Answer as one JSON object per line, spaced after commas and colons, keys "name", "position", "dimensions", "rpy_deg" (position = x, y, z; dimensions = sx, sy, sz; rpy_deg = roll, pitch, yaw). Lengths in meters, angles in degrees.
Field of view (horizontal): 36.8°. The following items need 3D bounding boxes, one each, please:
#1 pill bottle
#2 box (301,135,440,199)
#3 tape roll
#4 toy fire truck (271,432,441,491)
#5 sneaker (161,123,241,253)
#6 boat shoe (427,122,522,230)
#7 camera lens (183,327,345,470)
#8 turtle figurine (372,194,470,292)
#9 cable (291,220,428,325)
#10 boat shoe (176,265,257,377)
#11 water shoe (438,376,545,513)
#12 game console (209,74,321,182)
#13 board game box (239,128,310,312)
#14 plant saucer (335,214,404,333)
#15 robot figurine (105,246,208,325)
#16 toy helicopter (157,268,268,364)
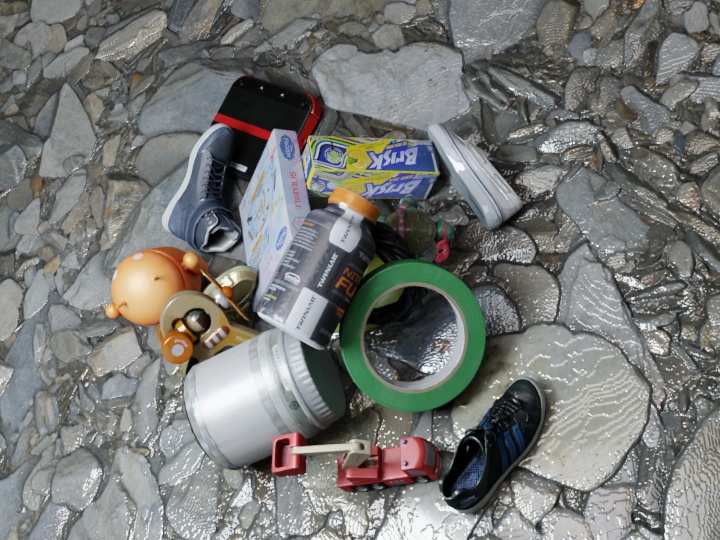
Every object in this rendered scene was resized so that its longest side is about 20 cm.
{"name": "pill bottle", "position": [-0.047, -0.007, 1.429], "dimensions": [0.105, 0.106, 0.202], "rpy_deg": [23, 83, 33]}
{"name": "box", "position": [0.014, -0.152, 1.617], "dimensions": [0.196, 0.070, 0.065], "rpy_deg": [-1, 58, -18]}
{"name": "tape roll", "position": [0.069, 0.088, 1.470], "dimensions": [0.197, 0.048, 0.204], "rpy_deg": [-1, 98, -7]}
{"name": "toy fire truck", "position": [-0.004, 0.250, 1.442], "dimensions": [0.197, 0.141, 0.050], "rpy_deg": [-12, 60, 20]}
{"name": "sneaker", "position": [-0.232, -0.126, 1.764], "dimensions": [0.146, 0.076, 0.205], "rpy_deg": [34, 101, 44]}
{"name": "boat shoe", "position": [0.171, -0.147, 1.611], "dimensions": [0.066, 0.074, 0.202], "rpy_deg": [-26, 64, -8]}
{"name": "camera lens", "position": [-0.139, 0.178, 1.532], "dimensions": [0.198, 0.160, 0.162], "rpy_deg": [-25, 57, 12]}
{"name": "turtle figurine", "position": [0.062, -0.050, 1.565], "dimensions": [0.196, 0.101, 0.152], "rpy_deg": [1, 67, 4]}
{"name": "cable", "position": [0.000, 0.000, 1.522], "dimensions": [0.196, 0.051, 0.166], "rpy_deg": [9, 109, 9]}
{"name": "boat shoe", "position": [-0.221, 0.077, 1.660], "dimensions": [0.201, 0.073, 0.063], "rpy_deg": [-46, 54, 18]}
{"name": "water shoe", "position": [0.174, 0.223, 1.407], "dimensions": [0.071, 0.079, 0.202], "rpy_deg": [25, 78, 33]}
{"name": "game console", "position": [-0.174, -0.237, 1.843], "dimensions": [0.198, 0.031, 0.179], "rpy_deg": [22, 83, 34]}
{"name": "board game box", "position": [-0.131, -0.073, 1.652], "dimensions": [0.040, 0.201, 0.202], "rpy_deg": [3, 57, -23]}
{"name": "plant saucer", "position": [-0.010, -0.003, 1.640], "dimensions": [0.197, 0.031, 0.203], "rpy_deg": [-11, 61, 20]}
{"name": "robot figurine", "position": [-0.314, 0.022, 1.676], "dimensions": [0.141, 0.200, 0.119], "rpy_deg": [7, 96, 6]}
{"name": "toy helicopter", "position": [-0.198, 0.082, 1.603], "dimensions": [0.134, 0.197, 0.079], "rpy_deg": [-67, 21, 11]}
